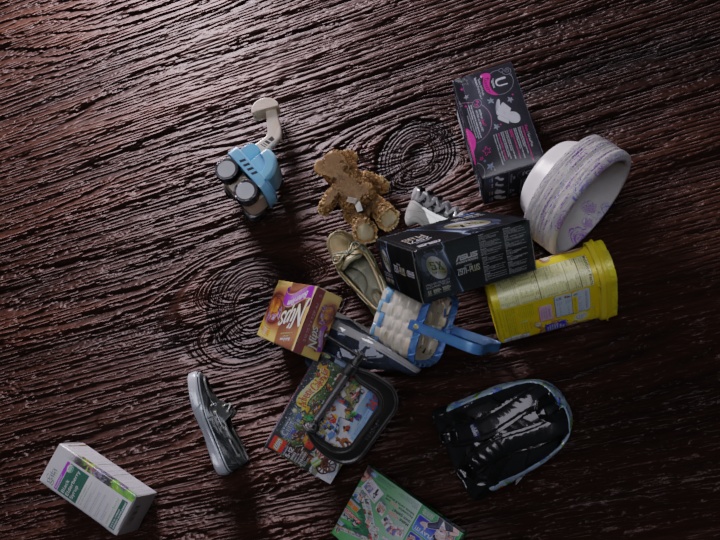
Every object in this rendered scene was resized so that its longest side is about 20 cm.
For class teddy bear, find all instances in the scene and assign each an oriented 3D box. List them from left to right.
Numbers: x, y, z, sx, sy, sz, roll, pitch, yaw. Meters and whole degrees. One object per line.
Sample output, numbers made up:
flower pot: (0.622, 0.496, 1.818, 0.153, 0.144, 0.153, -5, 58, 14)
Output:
teddy bear: (-0.009, -0.141, 1.237, 0.200, 0.067, 0.145, 38, 84, 15)

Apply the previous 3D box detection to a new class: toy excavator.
toy excavator: (-0.203, -0.230, 1.300, 0.200, 0.100, 0.195, -39, 73, -11)

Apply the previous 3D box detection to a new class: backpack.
backpack: (0.247, 0.256, 1.050, 0.200, 0.153, 0.164, -38, 67, 26)

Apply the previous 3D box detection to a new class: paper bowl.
paper bowl: (0.349, -0.134, 1.075, 0.201, 0.201, 0.104, -48, 61, -1)

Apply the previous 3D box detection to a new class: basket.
basket: (0.130, 0.099, 1.088, 0.199, 0.176, 0.140, 23, 93, 23)

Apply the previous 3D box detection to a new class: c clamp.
c clamp: (-0.029, 0.226, 1.082, 0.170, 0.027, 0.201, 27, 100, -8)

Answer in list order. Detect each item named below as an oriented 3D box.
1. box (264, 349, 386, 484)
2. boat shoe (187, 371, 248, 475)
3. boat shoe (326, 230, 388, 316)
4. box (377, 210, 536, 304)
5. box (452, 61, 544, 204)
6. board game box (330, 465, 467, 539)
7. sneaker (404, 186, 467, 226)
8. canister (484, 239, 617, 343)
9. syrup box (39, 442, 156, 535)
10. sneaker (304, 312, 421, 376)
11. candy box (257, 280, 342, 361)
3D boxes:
box: (-0.061, 0.255, 1.119, 0.136, 0.038, 0.201, 29, 102, -3)
boat shoe: (-0.264, 0.279, 1.205, 0.070, 0.072, 0.201, -23, 83, -2)
boat shoe: (-0.002, 0.002, 1.201, 0.073, 0.063, 0.201, -32, 72, 4)
box: (0.149, -0.027, 1.027, 0.199, 0.164, 0.087, -16, 104, -14)
box: (0.250, -0.245, 1.161, 0.114, 0.132, 0.201, -15, 73, 8)
board game box: (0.061, 0.443, 1.079, 0.199, 0.029, 0.135, 28, 85, 30)
sneaker: (0.172, -0.077, 1.181, 0.199, 0.075, 0.081, 32, 105, 17)
canister: (0.315, 0.040, 1.069, 0.199, 0.149, 0.087, -16, 47, 9)
syrup box: (-0.499, 0.411, 1.217, 0.199, 0.081, 0.079, 26, 83, 17)
sneaker: (-0.003, 0.179, 1.158, 0.201, 0.077, 0.147, 26, 96, 6)
candy box: (-0.114, 0.085, 1.148, 0.056, 0.200, 0.117, 25, 82, -24)
